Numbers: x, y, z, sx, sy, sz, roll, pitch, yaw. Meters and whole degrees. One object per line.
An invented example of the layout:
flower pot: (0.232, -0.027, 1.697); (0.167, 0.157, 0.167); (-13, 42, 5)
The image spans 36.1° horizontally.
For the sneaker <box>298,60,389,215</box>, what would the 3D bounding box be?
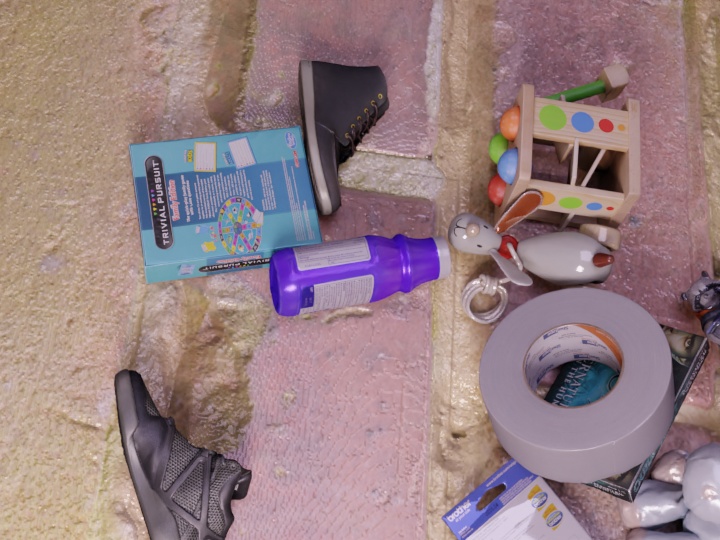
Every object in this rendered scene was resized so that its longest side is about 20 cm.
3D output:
sneaker: (-0.013, -0.161, 1.283); (0.104, 0.075, 0.203); (-3, 66, -7)

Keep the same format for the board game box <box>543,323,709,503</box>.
board game box: (0.272, 0.137, 1.184); (0.134, 0.028, 0.201); (16, 60, 35)

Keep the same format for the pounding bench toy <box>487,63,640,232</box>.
pounding bench toy: (0.231, -0.157, 1.291); (0.153, 0.125, 0.203); (8, 65, -4)

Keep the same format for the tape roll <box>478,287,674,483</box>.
tape roll: (0.225, 0.117, 1.152); (0.197, 0.067, 0.203); (-11, 49, 12)

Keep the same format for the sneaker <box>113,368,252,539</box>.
sneaker: (-0.179, 0.185, 1.107); (0.113, 0.076, 0.202); (-19, 73, -18)

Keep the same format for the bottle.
bottle: (0.000, 0.000, 1.209); (0.196, 0.084, 0.066); (-10, 67, -11)

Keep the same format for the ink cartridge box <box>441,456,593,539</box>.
ink cartridge box: (0.182, 0.301, 1.126); (0.119, 0.042, 0.201); (-34, 77, -21)

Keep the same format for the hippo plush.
hippo plush: (0.363, 0.261, 1.104); (0.199, 0.161, 0.160); (34, 65, 8)

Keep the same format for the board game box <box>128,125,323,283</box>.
board game box: (-0.152, -0.076, 1.241); (0.196, 0.047, 0.153); (-7, 68, -11)

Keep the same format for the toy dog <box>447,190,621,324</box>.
toy dog: (0.202, -0.019, 1.219); (0.196, 0.096, 0.134); (-7, 83, -6)

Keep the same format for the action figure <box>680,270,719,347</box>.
action figure: (0.424, 0.087, 1.223); (0.198, 0.105, 0.195); (-11, 58, -45)
